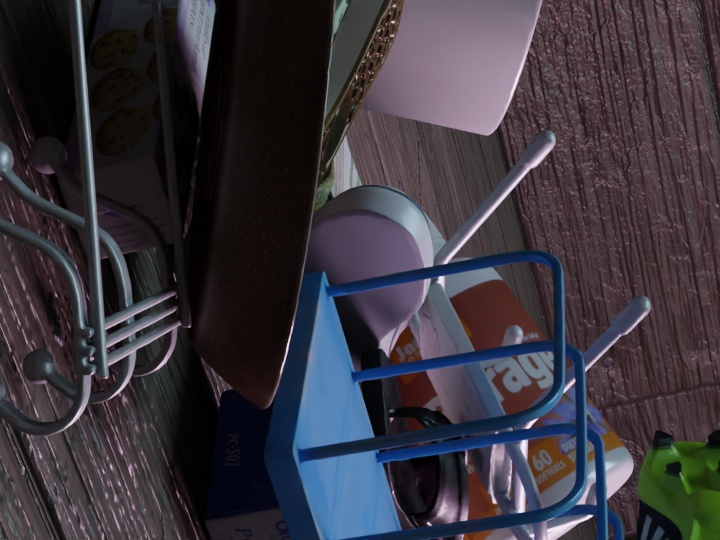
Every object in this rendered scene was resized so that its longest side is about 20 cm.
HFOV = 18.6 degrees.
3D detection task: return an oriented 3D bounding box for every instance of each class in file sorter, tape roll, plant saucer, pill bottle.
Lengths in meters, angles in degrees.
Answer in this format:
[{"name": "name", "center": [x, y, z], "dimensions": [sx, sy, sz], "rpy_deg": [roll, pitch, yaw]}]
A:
[{"name": "file sorter", "center": [0.047, 0.111, 0.956], "dimensions": [0.139, 0.122, 0.201], "rpy_deg": [-81, 158, -59]}, {"name": "tape roll", "center": [0.030, -0.189, 1.262], "dimensions": [0.203, 0.139, 0.203], "rpy_deg": [-167, -90, -84]}, {"name": "plant saucer", "center": [-0.039, -0.051, 0.811], "dimensions": [0.200, 0.034, 0.201], "rpy_deg": [-173, -90, -82]}, {"name": "pill bottle", "center": [0.059, 0.067, 1.283], "dimensions": [0.200, 0.112, 0.112], "rpy_deg": [54, 2, 15]}]

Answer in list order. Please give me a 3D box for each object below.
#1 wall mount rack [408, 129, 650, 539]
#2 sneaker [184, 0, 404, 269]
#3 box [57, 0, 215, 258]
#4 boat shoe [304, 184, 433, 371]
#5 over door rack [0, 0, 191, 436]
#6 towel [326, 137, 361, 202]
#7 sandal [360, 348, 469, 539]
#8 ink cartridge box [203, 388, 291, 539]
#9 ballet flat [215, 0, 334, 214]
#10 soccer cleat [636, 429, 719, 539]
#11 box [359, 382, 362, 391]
[{"name": "wall mount rack", "center": [0.083, 0.037, 1.124], "dimensions": [0.174, 0.074, 0.200], "rpy_deg": [90, -21, -49]}, {"name": "sneaker", "center": [-0.055, -0.075, 1.022], "dimensions": [0.067, 0.090, 0.201], "rpy_deg": [96, 19, -60]}, {"name": "box", "center": [-0.087, -0.075, 0.887], "dimensions": [0.200, 0.041, 0.039], "rpy_deg": [-88, 165, -57]}, {"name": "boat shoe", "center": [0.000, 0.000, 1.121], "dimensions": [0.200, 0.073, 0.066], "rpy_deg": [115, -2, -61]}, {"name": "over door rack", "center": [-0.088, -0.059, 0.700], "dimensions": [0.148, 0.066, 0.201], "rpy_deg": [-43, 140, -83]}, {"name": "towel", "center": [-0.017, -0.038, 1.407], "dimensions": [0.149, 0.031, 0.201], "rpy_deg": [-91, 165, -65]}, {"name": "sandal", "center": [0.038, 0.119, 1.134], "dimensions": [0.075, 0.048, 0.201], "rpy_deg": [-89, 165, -56]}, {"name": "ink cartridge box", "center": [-0.020, 0.157, 1.006], "dimensions": [0.094, 0.044, 0.201], "rpy_deg": [-87, 163, -56]}, {"name": "ballet flat", "center": [-0.045, -0.111, 1.106], "dimensions": [0.071, 0.070, 0.201], "rpy_deg": [60, 22, -66]}, {"name": "soccer cleat", "center": [0.155, 0.148, 0.998], "dimensions": [0.200, 0.067, 0.081], "rpy_deg": [-78, 169, -65]}, {"name": "box", "center": [-0.002, 0.137, 1.167], "dimensions": [0.200, 0.048, 0.118], "rpy_deg": [69, 12, -61]}]
